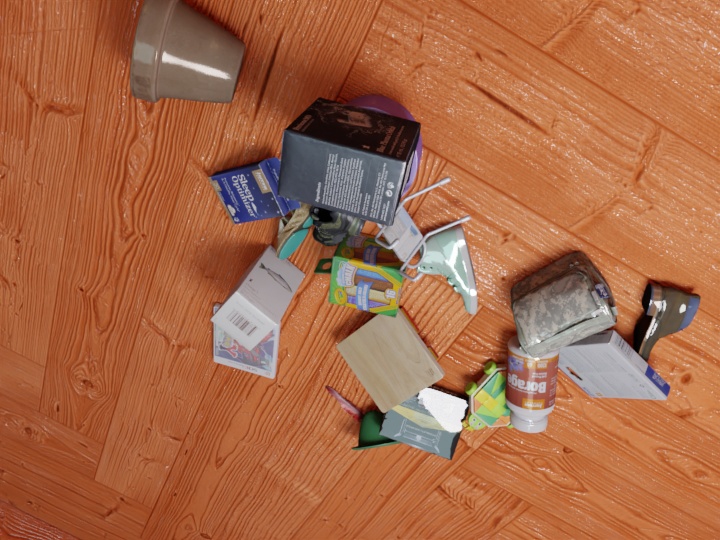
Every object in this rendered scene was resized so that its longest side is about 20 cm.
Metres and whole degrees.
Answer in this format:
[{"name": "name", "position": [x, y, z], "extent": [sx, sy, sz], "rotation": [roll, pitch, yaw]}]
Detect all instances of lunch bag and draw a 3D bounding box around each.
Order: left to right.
[{"name": "lunch bag", "position": [0.412, 0.080, 1.074], "extent": [0.199, 0.168, 0.140], "rotation": [-33, 110, 29]}]

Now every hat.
[{"name": "hat", "position": [0.038, 0.391, 1.453], "extent": [0.165, 0.178, 0.199], "rotation": [-23, 158, 39]}]

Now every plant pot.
[{"name": "plant pot", "position": [-0.307, -0.389, 0.968], "extent": [0.172, 0.201, 0.201], "rotation": [15, 126, -16]}]

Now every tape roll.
[{"name": "tape roll", "position": [0.019, -0.230, 1.032], "extent": [0.197, 0.085, 0.202], "rotation": [7, 124, 10]}]

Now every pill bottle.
[{"name": "pill bottle", "position": [0.386, 0.256, 1.198], "extent": [0.111, 0.112, 0.203], "rotation": [2, 106, 13]}]

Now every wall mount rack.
[{"name": "wall mount rack", "position": [0.117, -0.083, 1.013], "extent": [0.074, 0.174, 0.200], "rotation": [29, 166, 43]}]

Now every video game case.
[{"name": "video game case", "position": [-0.308, 0.192, 1.421], "extent": [0.180, 0.023, 0.202], "rotation": [15, 124, 5]}]

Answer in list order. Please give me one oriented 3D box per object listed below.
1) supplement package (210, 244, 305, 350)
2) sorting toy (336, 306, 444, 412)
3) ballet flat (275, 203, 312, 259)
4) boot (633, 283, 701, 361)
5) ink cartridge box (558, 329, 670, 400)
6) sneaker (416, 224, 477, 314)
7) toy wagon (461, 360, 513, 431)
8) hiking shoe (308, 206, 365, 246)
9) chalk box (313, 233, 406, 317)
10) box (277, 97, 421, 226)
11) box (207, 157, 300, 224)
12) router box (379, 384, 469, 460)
[{"name": "supplement package", "position": [-0.229, 0.058, 1.207], "extent": [0.117, 0.201, 0.117], "rotation": [40, 123, -12]}, {"name": "sorting toy", "position": [0.077, 0.204, 1.270], "extent": [0.198, 0.069, 0.201], "rotation": [-38, 86, 30]}, {"name": "ballet flat", "position": [-0.140, -0.109, 1.172], "extent": [0.065, 0.070, 0.200], "rotation": [51, 121, 13]}, {"name": "boot", "position": [0.632, 0.124, 1.102], "extent": [0.096, 0.075, 0.202], "rotation": [6, 121, 14]}, {"name": "ink cartridge box", "position": [0.538, 0.213, 1.177], "extent": [0.196, 0.044, 0.200], "rotation": [41, 157, -13]}, {"name": "sneaker", "position": [0.185, 0.009, 1.143], "extent": [0.117, 0.074, 0.203], "rotation": [-13, 108, 14]}, {"name": "toy wagon", "position": [0.328, 0.322, 1.290], "extent": [0.155, 0.040, 0.200], "rotation": [39, 98, -11]}, {"name": "hiking shoe", "position": [-0.064, -0.109, 1.095], "extent": [0.100, 0.076, 0.199], "rotation": [32, 158, -22]}, {"name": "chalk box", "position": [0.000, 0.000, 1.157], "extent": [0.197, 0.125, 0.125], "rotation": [13, 124, 5]}, {"name": "box", "position": [-0.013, -0.190, 0.895], "extent": [0.197, 0.197, 0.119], "rotation": [15, 124, 5]}, {"name": "box", "position": [-0.230, -0.168, 1.137], "extent": [0.198, 0.032, 0.122], "rotation": [-5, 121, 35]}, {"name": "router box", "position": [0.163, 0.371, 1.351], "extent": [0.198, 0.052, 0.159], "rotation": [19, 94, 2]}]
